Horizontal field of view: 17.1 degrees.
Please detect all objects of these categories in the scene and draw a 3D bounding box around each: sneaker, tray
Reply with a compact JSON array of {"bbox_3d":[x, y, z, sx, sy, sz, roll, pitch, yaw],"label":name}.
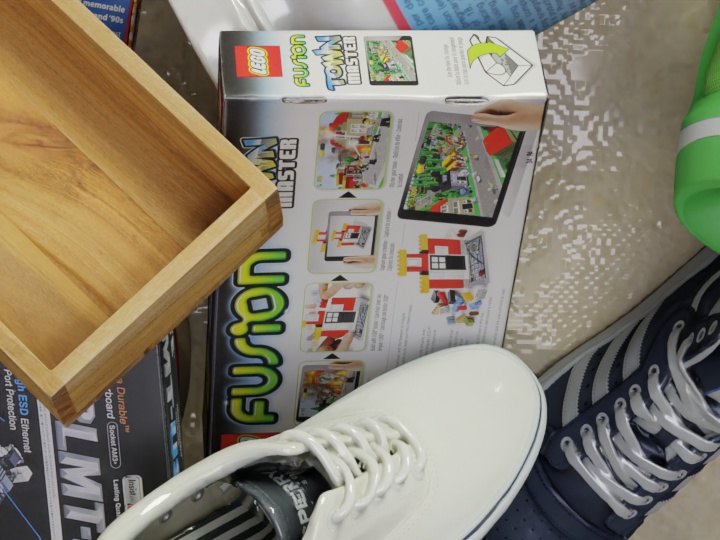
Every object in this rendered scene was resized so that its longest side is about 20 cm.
[{"bbox_3d":[-0.011,0.081,0.809,0.200,0.071,0.073,-34,72,-26],"label":"sneaker"},{"bbox_3d":[-0.130,-0.053,0.788,0.099,0.037,0.200,-43,74,-13],"label":"tray"},{"bbox_3d":[0.116,0.058,0.897,0.070,0.109,0.200,43,99,-11],"label":"sneaker"}]

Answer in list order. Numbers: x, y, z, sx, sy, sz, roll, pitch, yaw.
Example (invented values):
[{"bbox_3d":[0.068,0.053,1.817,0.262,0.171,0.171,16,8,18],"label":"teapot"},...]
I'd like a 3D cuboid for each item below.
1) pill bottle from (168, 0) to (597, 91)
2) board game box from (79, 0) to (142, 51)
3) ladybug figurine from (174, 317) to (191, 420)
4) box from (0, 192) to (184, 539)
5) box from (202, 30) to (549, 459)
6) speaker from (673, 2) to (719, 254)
[{"bbox_3d":[0.031,-0.128,0.846,0.199,0.109,0.109,-29,104,4],"label":"pill bottle"},{"bbox_3d":[-0.140,-0.182,0.856,0.151,0.046,0.201,11,104,-5],"label":"board game box"},{"bbox_3d":[-0.136,0.014,0.894,0.135,0.072,0.201,-26,104,4],"label":"ladybug figurine"},{"bbox_3d":[-0.162,0.067,0.846,0.197,0.050,0.201,-3,110,1],"label":"box"},{"bbox_3d":[0.000,0.000,0.861,0.109,0.035,0.201,0,136,-7],"label":"box"},{"bbox_3d":[0.173,-0.100,0.827,0.088,0.088,0.201,24,71,-8],"label":"speaker"}]
